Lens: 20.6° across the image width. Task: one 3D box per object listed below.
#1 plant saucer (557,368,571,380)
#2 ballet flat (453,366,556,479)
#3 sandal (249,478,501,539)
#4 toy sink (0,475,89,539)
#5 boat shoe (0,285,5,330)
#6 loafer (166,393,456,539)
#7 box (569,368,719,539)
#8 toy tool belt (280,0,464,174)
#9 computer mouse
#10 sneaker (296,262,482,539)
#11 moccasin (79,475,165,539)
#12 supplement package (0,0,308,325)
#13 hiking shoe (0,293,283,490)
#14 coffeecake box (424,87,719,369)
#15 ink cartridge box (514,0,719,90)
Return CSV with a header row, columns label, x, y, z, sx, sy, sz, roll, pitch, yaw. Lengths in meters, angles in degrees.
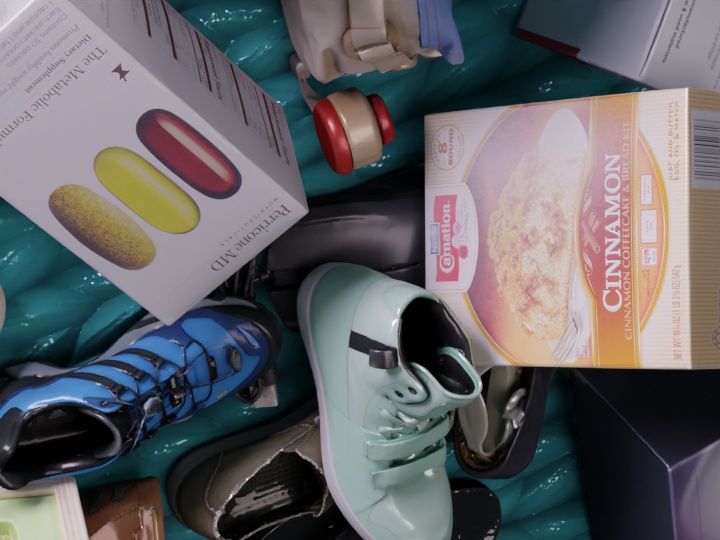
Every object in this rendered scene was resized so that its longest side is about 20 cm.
label,x,y,z,sx,sy,sz,roll,pitch,yaw
plant saucer,0.206,-0.003,1.352,0.199,0.031,0.202,-10,114,-23
ballet flat,0.096,0.048,1.289,0.073,0.073,0.201,-1,113,-26
sandal,0.010,0.184,1.317,0.199,0.048,0.076,-13,115,-23
toy sink,-0.250,0.201,1.117,0.198,0.131,0.113,-4,125,-15
boat shoe,-0.282,0.068,1.107,0.075,0.066,0.200,49,57,-17
loafer,-0.022,0.124,1.256,0.199,0.070,0.076,-26,120,-10
box,0.263,0.122,1.355,0.197,0.123,0.201,-27,134,-14
toy tool belt,0.019,-0.162,1.138,0.122,0.125,0.201,-19,119,-9
computer mouse,0.000,0.000,1.234,0.199,0.053,0.139,-20,117,-19
sneaker,0.030,0.096,1.175,0.073,0.118,0.202,-28,110,-27
moccasin,-0.124,0.221,1.254,0.077,0.074,0.203,-17,108,-9
supplement package,-0.137,-0.085,1.078,0.114,0.110,0.200,-39,125,17
hiking shoe,-0.134,0.080,1.165,0.199,0.087,0.075,-21,120,-8
coffeecake box,0.132,-0.021,1.159,0.073,0.199,0.155,0,89,-44
ink cartridge box,0.221,-0.141,1.233,0.199,0.146,0.083,16,98,-31
